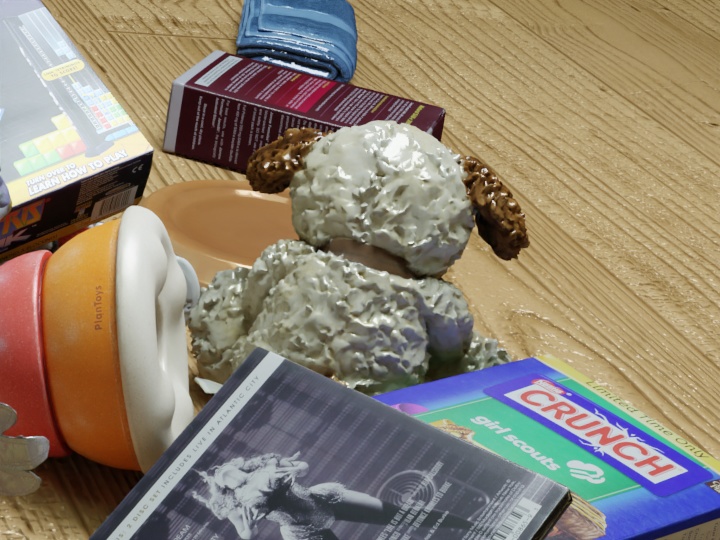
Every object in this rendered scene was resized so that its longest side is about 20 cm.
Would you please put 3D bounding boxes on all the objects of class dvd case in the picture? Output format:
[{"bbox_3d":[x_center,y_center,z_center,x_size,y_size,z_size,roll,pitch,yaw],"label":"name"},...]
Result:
[{"bbox_3d":[-0.020,0.124,0.961,0.199,0.016,0.149,22,59,35],"label":"dvd case"}]

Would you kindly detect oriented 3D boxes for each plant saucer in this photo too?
[{"bbox_3d":[-0.072,-0.017,1.377,0.199,0.038,0.200,10,21,-4],"label":"plant saucer"}]

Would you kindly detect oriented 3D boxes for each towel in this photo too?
[{"bbox_3d":[-0.057,-0.222,1.870,0.111,0.049,0.200,11,22,-4],"label":"towel"}]

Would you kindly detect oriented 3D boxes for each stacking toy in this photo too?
[{"bbox_3d":[-0.194,0.045,1.081,0.198,0.147,0.146,-4,22,3],"label":"stacking toy"}]

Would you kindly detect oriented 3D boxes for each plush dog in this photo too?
[{"bbox_3d":[0.000,0.000,1.140,0.199,0.173,0.160,14,-2,8],"label":"plush dog"}]

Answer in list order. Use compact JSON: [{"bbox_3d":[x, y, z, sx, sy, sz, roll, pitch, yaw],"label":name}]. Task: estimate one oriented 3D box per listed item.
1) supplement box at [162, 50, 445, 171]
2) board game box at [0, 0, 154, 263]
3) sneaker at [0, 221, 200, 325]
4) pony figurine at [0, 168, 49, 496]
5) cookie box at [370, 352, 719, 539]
[{"bbox_3d":[-0.043,-0.111,1.590,0.199,0.061,0.109,15,23,11],"label":"supplement box"},{"bbox_3d":[-0.241,-0.076,1.112,0.199,0.057,0.166,-26,67,-32],"label":"board game box"},{"bbox_3d":[-0.196,-0.008,1.247,0.199,0.078,0.082,10,15,-5],"label":"sneaker"},{"bbox_3d":[-0.234,0.017,0.905,0.192,0.167,0.201,-6,37,24],"label":"pony figurine"},{"bbox_3d":[0.082,0.125,1.055,0.199,0.076,0.171,-9,30,-42],"label":"cookie box"}]
